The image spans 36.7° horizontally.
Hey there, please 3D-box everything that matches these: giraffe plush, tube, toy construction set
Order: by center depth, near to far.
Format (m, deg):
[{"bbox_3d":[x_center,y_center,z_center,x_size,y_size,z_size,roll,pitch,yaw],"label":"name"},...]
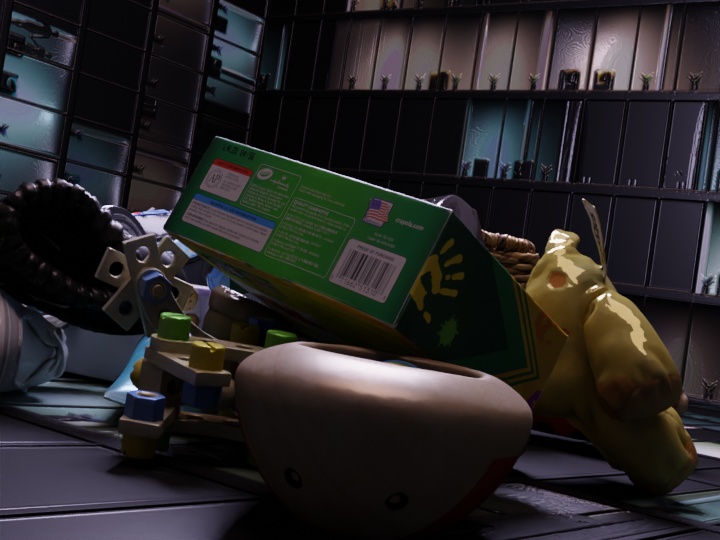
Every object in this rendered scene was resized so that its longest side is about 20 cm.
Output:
[{"bbox_3d":[-0.094,0.052,0.637,0.129,0.094,0.200,7,20,-25],"label":"toy construction set"},{"bbox_3d":[0.116,0.074,0.754,0.160,0.203,0.173,-24,12,-1],"label":"giraffe plush"},{"bbox_3d":[-0.136,0.078,0.758,0.076,0.051,0.200,12,2,-11],"label":"tube"}]

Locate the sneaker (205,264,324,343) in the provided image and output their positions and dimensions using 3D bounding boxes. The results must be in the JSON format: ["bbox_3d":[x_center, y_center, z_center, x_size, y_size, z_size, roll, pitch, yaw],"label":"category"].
[{"bbox_3d":[-0.054,0.054,0.978,0.199,0.079,0.090,40,6,-11],"label":"sneaker"}]

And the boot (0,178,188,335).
[{"bbox_3d":[-0.186,-0.002,0.781,0.209,0.081,0.156,14,-13,-39],"label":"boot"}]

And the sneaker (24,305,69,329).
[{"bbox_3d":[-0.295,0.009,0.852,0.077,0.088,0.198,18,22,36],"label":"sneaker"}]

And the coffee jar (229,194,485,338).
[{"bbox_3d":[0.000,0.000,0.871,0.197,0.087,0.104,-11,11,23],"label":"coffee jar"}]

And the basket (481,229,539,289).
[{"bbox_3d":[0.077,0.010,1.019,0.142,0.151,0.199,-29,7,-29],"label":"basket"}]

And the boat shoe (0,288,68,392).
[{"bbox_3d":[-0.234,0.053,0.741,0.067,0.073,0.200,9,-11,-18],"label":"boat shoe"}]

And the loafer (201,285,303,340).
[{"bbox_3d":[-0.062,0.076,0.800,0.075,0.068,0.200,26,-11,37],"label":"loafer"}]

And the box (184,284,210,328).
[{"bbox_3d":[-0.170,0.030,0.970,0.038,0.042,0.199,9,-2,25],"label":"box"}]

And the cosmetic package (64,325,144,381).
[{"bbox_3d":[-0.183,0.074,0.986,0.148,0.053,0.200,6,-3,20],"label":"cosmetic package"}]

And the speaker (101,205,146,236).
[{"bbox_3d":[-0.293,0.007,1.005,0.197,0.083,0.081,-18,-14,25],"label":"speaker"}]

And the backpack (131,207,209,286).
[{"bbox_3d":[-0.250,0.017,1.306,0.133,0.186,0.198,-4,2,41],"label":"backpack"}]

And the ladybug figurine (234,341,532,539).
[{"bbox_3d":[0.010,0.076,0.497,0.133,0.073,0.200,9,-2,13],"label":"ladybug figurine"}]

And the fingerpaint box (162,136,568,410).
[{"bbox_3d":[0.005,0.006,0.668,0.198,0.074,0.167,21,-13,41],"label":"fingerpaint box"}]

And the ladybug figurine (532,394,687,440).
[{"bbox_3d":[0.205,0.118,1.019,0.197,0.073,0.135,7,-2,32],"label":"ladybug figurine"}]
